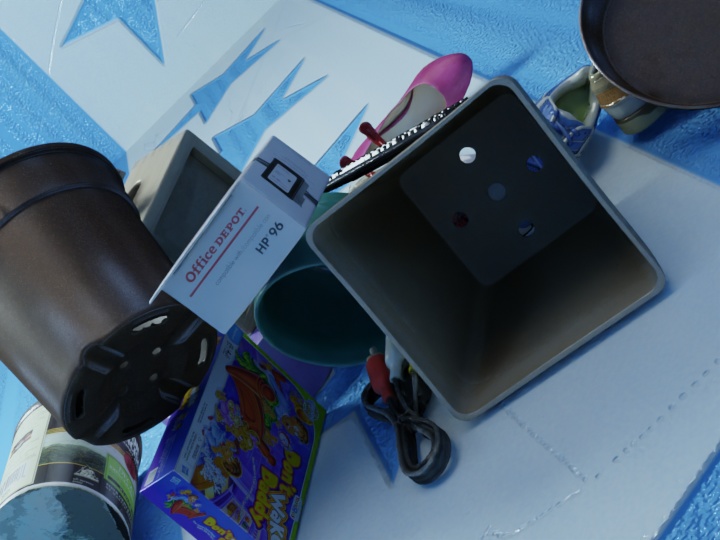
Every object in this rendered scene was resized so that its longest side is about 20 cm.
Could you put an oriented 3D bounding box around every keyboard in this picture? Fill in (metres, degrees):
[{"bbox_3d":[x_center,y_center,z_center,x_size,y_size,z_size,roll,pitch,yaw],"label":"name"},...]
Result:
[{"bbox_3d":[0.044,-0.121,1.152,0.127,0.021,0.199,-28,3,-44],"label":"keyboard"}]

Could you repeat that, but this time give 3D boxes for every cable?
[{"bbox_3d":[0.030,0.112,1.037,0.097,0.050,0.200,-38,20,21],"label":"cable"}]

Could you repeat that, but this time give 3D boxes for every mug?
[{"bbox_3d":[-0.009,0.005,1.177,0.152,0.184,0.115,-53,28,41],"label":"mug"}]

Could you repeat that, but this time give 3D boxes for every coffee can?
[{"bbox_3d":[-0.311,0.239,1.317,0.146,0.146,0.200,-41,21,10],"label":"coffee can"}]

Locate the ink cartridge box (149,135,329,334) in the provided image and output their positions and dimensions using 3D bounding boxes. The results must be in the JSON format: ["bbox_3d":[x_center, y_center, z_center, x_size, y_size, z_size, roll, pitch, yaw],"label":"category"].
[{"bbox_3d":[-0.094,-0.027,1.007,0.116,0.068,0.200,-52,7,18],"label":"ink cartridge box"}]

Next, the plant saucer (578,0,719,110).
[{"bbox_3d":[0.288,-0.216,1.057,0.199,0.035,0.202,-7,63,13],"label":"plant saucer"}]

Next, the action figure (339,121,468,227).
[{"bbox_3d":[0.062,-0.078,1.224,0.200,0.052,0.066,35,94,30],"label":"action figure"}]

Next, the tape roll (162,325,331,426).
[{"bbox_3d":[-0.121,0.102,1.301,0.200,0.085,0.200,-39,21,18],"label":"tape roll"}]

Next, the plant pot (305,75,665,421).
[{"bbox_3d":[0.106,-0.038,1.004,0.199,0.200,0.177,-37,9,21],"label":"plant pot"}]

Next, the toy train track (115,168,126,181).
[{"bbox_3d":[-0.286,-0.027,1.242,0.200,0.032,0.115,-57,13,36],"label":"toy train track"}]

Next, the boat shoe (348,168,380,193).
[{"bbox_3d":[0.043,-0.090,1.381,0.069,0.075,0.200,-58,16,-17],"label":"boat shoe"}]

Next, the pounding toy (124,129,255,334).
[{"bbox_3d":[-0.172,-0.030,1.306,0.142,0.184,0.201,-23,38,44],"label":"pounding toy"}]

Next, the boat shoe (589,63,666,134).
[{"bbox_3d":[0.284,-0.219,1.127,0.200,0.068,0.075,-51,15,-19],"label":"boat shoe"}]

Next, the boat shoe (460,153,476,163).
[{"bbox_3d":[0.069,-0.059,1.286,0.199,0.073,0.066,-23,60,34],"label":"boat shoe"}]

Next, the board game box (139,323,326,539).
[{"bbox_3d":[-0.105,0.157,1.094,0.045,0.134,0.201,-34,23,28],"label":"board game box"}]

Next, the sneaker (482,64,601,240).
[{"bbox_3d":[0.164,-0.113,1.145,0.201,0.075,0.077,-58,-4,-26],"label":"sneaker"}]

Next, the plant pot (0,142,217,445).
[{"bbox_3d":[-0.237,0.029,1.054,0.200,0.200,0.198,-45,59,-1],"label":"plant pot"}]

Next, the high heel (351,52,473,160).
[{"bbox_3d":[0.059,-0.182,1.505,0.200,0.067,0.096,-38,11,33],"label":"high heel"}]
